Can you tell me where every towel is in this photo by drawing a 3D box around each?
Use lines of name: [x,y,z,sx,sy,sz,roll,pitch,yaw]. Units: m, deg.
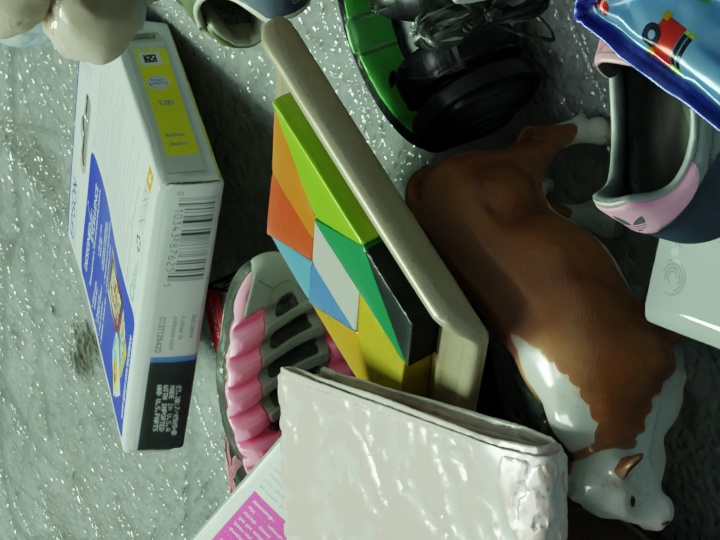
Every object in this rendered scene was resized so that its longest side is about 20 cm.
towel: [0.030,0.155,1.318,0.190,0.032,0.202,18,115,51]

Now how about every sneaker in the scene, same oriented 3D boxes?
sneaker: [-0.048,0.080,1.510,0.095,0.079,0.201,32,132,57]
sneaker: [0.135,-0.111,1.179,0.070,0.082,0.202,2,93,50]
sneaker: [-0.079,-0.149,1.416,0.090,0.067,0.200,66,160,-7]

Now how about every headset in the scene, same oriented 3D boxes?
headset: [0.029,-0.115,1.348,0.200,0.093,0.124,0,110,66]

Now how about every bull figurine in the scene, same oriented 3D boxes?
bull figurine: [0.104,0.019,1.295,0.201,0.121,0.065,56,145,17]

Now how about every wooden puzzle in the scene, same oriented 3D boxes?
wooden puzzle: [0.000,0.000,1.355,0.186,0.037,0.200,58,168,23]

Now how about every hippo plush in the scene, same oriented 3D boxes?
hippo plush: [-0.197,-0.196,1.561,0.160,0.159,0.201,-17,96,56]

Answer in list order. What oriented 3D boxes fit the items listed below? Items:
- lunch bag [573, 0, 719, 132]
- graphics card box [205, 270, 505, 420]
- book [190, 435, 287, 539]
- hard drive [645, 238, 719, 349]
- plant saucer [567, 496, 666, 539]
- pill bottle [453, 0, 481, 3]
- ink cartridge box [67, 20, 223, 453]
lunch bag: [0.205,-0.082,1.066,0.200,0.150,0.094,49,142,25]
graphics card box: [-0.002,0.067,1.538,0.199,0.051,0.126,8,114,52]
book: [-0.024,0.164,1.454,0.133,0.048,0.200,42,125,-1]
hard drive: [0.208,-0.016,1.177,0.199,0.026,0.133,22,104,47]
plant saucer: [0.125,0.192,1.429,0.200,0.037,0.202,26,131,35]
pill bottle: [0.052,-0.222,1.218,0.112,0.112,0.201,-19,86,57]
ink cartridge box: [-0.127,-0.035,1.637,0.201,0.047,0.199,-108,21,-47]
